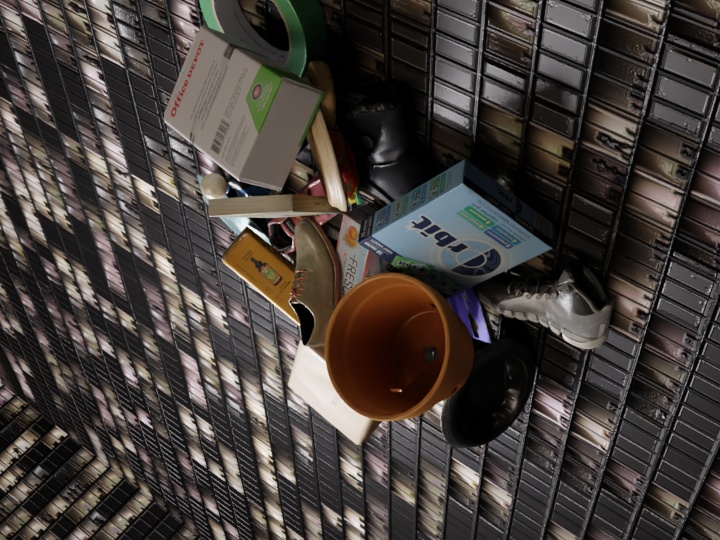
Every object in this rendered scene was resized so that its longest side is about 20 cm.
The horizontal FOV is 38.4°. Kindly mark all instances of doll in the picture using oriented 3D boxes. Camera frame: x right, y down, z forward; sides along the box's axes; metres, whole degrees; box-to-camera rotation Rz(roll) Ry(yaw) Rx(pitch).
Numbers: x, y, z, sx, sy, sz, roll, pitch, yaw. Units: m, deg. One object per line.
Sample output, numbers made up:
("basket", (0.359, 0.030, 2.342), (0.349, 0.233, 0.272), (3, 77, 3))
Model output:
("doll", (-0.147, -0.165, 1.509), (0.048, 0.200, 0.137), (28, 149, 53))

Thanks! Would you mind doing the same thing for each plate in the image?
("plate", (-0.217, -0.089, 1.787), (0.200, 0.026, 0.200), (42, 173, 6))

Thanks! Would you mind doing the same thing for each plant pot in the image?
("plant pot", (0.068, 0.112, 1.451), (0.199, 0.202, 0.140), (22, -176, 33))

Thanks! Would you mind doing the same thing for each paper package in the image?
("paper package", (-0.027, 0.196, 1.894), (0.190, 0.103, 0.200), (38, 149, 11))

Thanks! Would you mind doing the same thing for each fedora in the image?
("fedora", (0.174, 0.171, 1.577), (0.092, 0.200, 0.202), (41, 155, 43))

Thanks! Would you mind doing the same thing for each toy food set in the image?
("toy food set", (-0.044, -0.180, 1.433), (0.198, 0.048, 0.202), (104, 149, -82))

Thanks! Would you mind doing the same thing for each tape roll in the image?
("tape roll", (-0.137, -0.353, 1.427), (0.200, 0.048, 0.201), (30, 146, 23))

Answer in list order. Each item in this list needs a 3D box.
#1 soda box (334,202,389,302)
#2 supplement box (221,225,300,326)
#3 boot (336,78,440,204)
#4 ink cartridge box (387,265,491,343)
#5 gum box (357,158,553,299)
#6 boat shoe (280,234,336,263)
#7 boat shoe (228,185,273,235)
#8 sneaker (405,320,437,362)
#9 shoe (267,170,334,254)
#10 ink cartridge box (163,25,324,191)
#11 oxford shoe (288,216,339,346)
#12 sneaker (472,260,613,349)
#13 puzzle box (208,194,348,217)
("soda box", (0.000, 0.000, 1.602), (0.063, 0.068, 0.201), (35, 131, 29))
("supplement box", (-0.133, 0.016, 1.705), (0.200, 0.067, 0.069), (41, -172, -15))
("boot", (0.054, -0.161, 1.395), (0.200, 0.076, 0.169), (32, 151, 32))
("ink cartridge box", (0.114, 0.081, 1.647), (0.199, 0.043, 0.199), (13, 136, 41))
("gum box", (0.124, -0.049, 1.368), (0.169, 0.045, 0.199), (31, 140, -29))
("boat shoe", (-0.060, -0.001, 1.730), (0.200, 0.071, 0.065), (38, 148, 10))
("boat shoe", (-0.186, -0.131, 1.712), (0.068, 0.084, 0.201), (7, 131, 32))
("sneaker", (0.067, 0.087, 1.612), (0.099, 0.078, 0.201), (21, 131, 44))
("shoe", (-0.082, -0.091, 1.628), (0.071, 0.091, 0.200), (45, 149, -2))
("ink cartridge box", (-0.160, -0.219, 1.380), (0.200, 0.084, 0.146), (38, 109, 40))
("oxford shoe", (-0.075, 0.020, 1.582), (0.070, 0.074, 0.202), (-7, 98, 54))
("sneaker", (0.251, 0.019, 1.393), (0.199, 0.075, 0.116), (23, 139, 15))
("puzzle box", (-0.114, -0.092, 1.492), (0.132, 0.200, 0.026), (-3, 91, 21))
